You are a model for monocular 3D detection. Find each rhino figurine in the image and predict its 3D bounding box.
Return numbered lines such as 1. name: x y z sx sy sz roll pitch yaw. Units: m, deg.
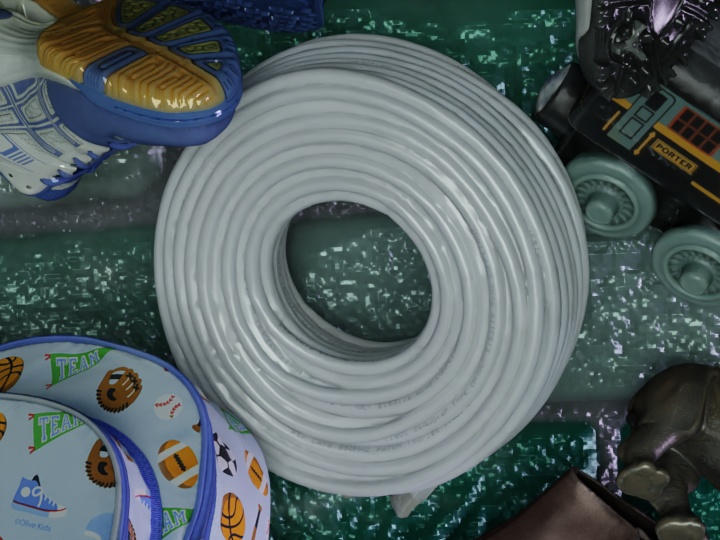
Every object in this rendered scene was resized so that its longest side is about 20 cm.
1. rhino figurine: 0.212 0.086 1.152 0.199 0.088 0.060 7 129 0

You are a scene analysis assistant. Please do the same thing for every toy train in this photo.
1. toy train: 0.173 -0.039 1.110 0.200 0.085 0.114 34 141 -4

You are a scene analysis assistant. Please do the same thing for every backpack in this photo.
1. backpack: -0.132 0.123 1.087 0.199 0.154 0.191 6 64 19

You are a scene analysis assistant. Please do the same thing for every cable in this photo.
1. cable: 0.000 0.000 1.126 0.200 0.069 0.200 48 117 2

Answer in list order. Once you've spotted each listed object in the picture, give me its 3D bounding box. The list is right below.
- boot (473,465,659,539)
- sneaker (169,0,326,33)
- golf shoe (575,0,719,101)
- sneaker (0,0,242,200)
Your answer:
1. boot: 0.042 0.143 1.161 0.200 0.072 0.166 35 111 -17
2. sneaker: -0.037 -0.150 1.072 0.070 0.200 0.078 12 84 -11
3. golf shoe: 0.105 -0.171 1.038 0.078 0.094 0.201 1 99 -41
4. sneaker: -0.119 -0.071 1.108 0.075 0.200 0.088 -23 118 -36
